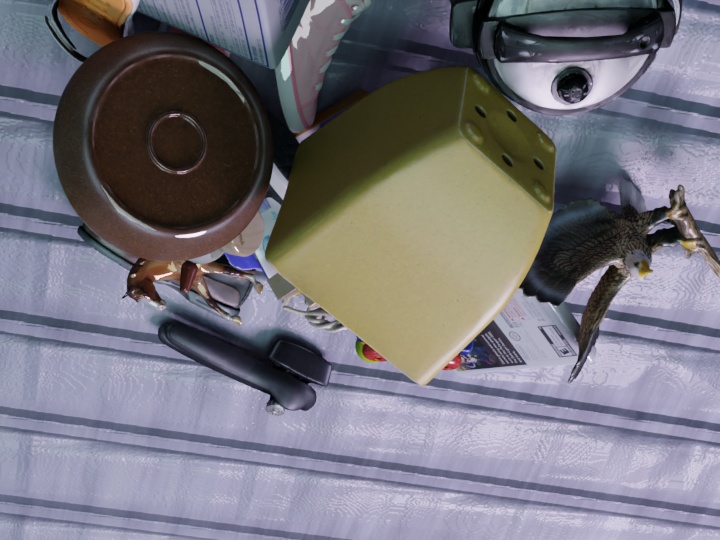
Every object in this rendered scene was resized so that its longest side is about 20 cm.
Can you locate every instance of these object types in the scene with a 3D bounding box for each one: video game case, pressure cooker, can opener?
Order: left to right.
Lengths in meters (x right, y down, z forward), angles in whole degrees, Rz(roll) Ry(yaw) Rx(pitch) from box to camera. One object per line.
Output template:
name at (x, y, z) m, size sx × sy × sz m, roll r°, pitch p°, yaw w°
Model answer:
can opener at (-0.131, 0.103, 1.553) m, size 0.199 × 0.079 × 0.063 m, roll 22°, pitch 158°, yaw -17°
video game case at (0.128, 0.035, 1.496) m, size 0.181 × 0.023 × 0.200 m, roll -9°, pitch 132°, yaw 39°
pressure cooker at (0.178, -0.236, 1.255) m, size 0.176 × 0.200 × 0.179 m, roll -40°, pitch 120°, yaw 17°

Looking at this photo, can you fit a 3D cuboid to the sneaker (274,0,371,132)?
sneaker at (-0.032, -0.226, 1.311) m, size 0.104 × 0.075 × 0.201 m, roll -4°, pitch 116°, yaw 0°

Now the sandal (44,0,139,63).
sandal at (-0.242, -0.216, 1.235) m, size 0.079 × 0.207 × 0.059 m, roll 28°, pitch 81°, yaw -10°

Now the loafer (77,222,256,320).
loafer at (-0.197, -0.017, 1.458) m, size 0.200 × 0.072 × 0.063 m, roll 31°, pitch 97°, yaw -32°

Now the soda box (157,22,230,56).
soda box at (-0.170, -0.181, 1.335) m, size 0.063 × 0.069 × 0.201 m, roll 14°, pitch 121°, yaw -17°

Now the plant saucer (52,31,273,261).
plant saucer at (-0.162, -0.109, 1.209) m, size 0.199 × 0.034 × 0.201 m, roll 2°, pitch 85°, yaw -24°

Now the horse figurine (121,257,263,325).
horse figurine at (-0.146, -0.039, 1.418) m, size 0.132 × 0.050 × 0.201 m, roll 26°, pitch 83°, yaw -20°

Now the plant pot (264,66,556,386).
plant pot at (0.065, -0.062, 1.250) m, size 0.194 × 0.196 × 0.200 m, roll 39°, pitch 123°, yaw -19°

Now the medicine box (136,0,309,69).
medicine box at (-0.143, -0.273, 1.163) m, size 0.199 × 0.182 × 0.103 m, roll 24°, pitch 81°, yaw 4°

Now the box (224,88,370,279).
box at (-0.053, -0.078, 1.391) m, size 0.199 × 0.041 × 0.119 m, roll -32°, pitch 111°, yaw -8°

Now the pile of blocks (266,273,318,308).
pile of blocks at (0.000, 0.000, 1.406) m, size 0.199 × 0.062 × 0.082 m, roll -26°, pitch 169°, yaw -27°

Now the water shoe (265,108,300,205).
water shoe at (-0.121, -0.119, 1.316) m, size 0.079 × 0.072 × 0.200 m, roll -27°, pitch 122°, yaw 28°

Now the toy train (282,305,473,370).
toy train at (0.013, 0.064, 1.487) m, size 0.199 × 0.085 × 0.116 m, roll 7°, pitch 159°, yaw -5°

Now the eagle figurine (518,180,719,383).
eagle figurine at (0.252, -0.004, 1.421) m, size 0.200 × 0.152 × 0.151 m, roll -33°, pitch 163°, yaw 3°

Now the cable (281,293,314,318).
cable at (-0.024, -0.035, 1.460) m, size 0.097 × 0.050 × 0.201 m, roll 12°, pitch 126°, yaw 4°

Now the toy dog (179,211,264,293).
toy dog at (-0.181, -0.051, 1.291) m, size 0.200 × 0.097 × 0.132 m, roll 33°, pitch 155°, yaw -31°
